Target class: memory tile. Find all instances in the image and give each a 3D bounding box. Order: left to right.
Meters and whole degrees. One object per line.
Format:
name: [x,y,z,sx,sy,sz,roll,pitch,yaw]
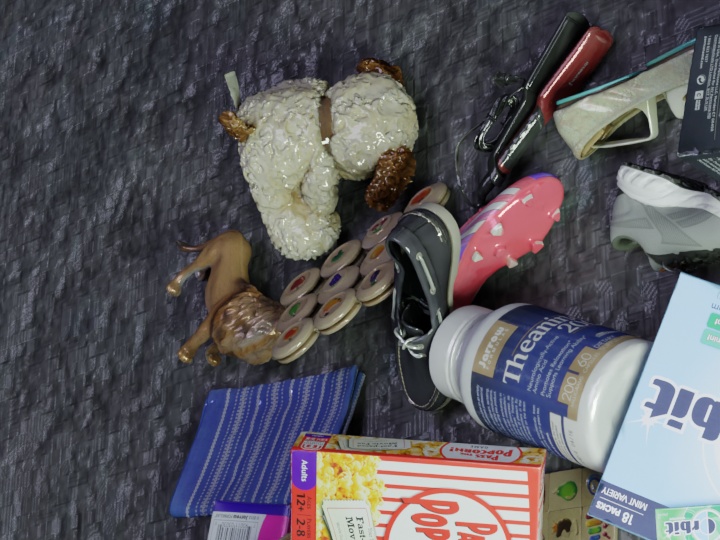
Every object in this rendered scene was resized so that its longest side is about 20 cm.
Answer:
memory tile: [0.000,0.000,1.810,0.200,0.017,0.153,-35,21,19]

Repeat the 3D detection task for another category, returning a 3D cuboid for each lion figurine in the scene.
lion figurine: [-0.129,0.018,1.956,0.122,0.072,0.200,-43,50,32]

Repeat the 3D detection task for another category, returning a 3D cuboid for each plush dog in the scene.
plush dog: [-0.028,-0.131,1.887,0.172,0.160,0.200,-14,61,15]

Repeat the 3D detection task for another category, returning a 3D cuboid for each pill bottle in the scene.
pill bottle: [0.152,0.089,1.619,0.200,0.111,0.111,17,86,47]

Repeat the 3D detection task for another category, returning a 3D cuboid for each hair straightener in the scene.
hair straightener: [0.145,-0.146,1.789,0.200,0.041,0.077,-59,43,15]

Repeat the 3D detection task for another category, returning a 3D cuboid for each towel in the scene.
towel: [-0.092,0.161,1.865,0.200,0.024,0.145,-13,46,41]

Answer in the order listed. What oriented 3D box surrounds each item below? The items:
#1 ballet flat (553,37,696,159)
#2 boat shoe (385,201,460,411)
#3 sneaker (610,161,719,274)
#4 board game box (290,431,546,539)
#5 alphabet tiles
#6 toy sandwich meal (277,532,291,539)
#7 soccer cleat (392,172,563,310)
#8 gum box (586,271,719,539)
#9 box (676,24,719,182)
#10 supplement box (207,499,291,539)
ballet flat: [0.252,-0.147,1.673,0.200,0.067,0.062,-23,85,41]
boat shoe: [0.044,0.040,1.696,0.073,0.063,0.200,22,127,33]
sneaker: [0.275,-0.028,1.587,0.200,0.074,0.079,24,100,53]
board game box: [0.046,0.212,1.591,0.200,0.046,0.152,2,105,10]
alphabet tiles: [0.141,0.266,1.632,0.167,0.008,0.200,-15,63,40]
toy sandwich meal: [-0.019,0.314,1.676,0.070,0.205,0.205,118,157,-68]
soccer cleat: [0.099,-0.019,1.757,0.200,0.067,0.076,-51,41,20]
gum box: [0.284,0.122,1.490,0.170,0.045,0.200,21,89,29]
box: [0.363,-0.102,1.429,0.182,0.200,0.104,-2,71,44]
supplement box: [-0.082,0.314,1.762,0.101,0.103,0.200,-2,70,44]
